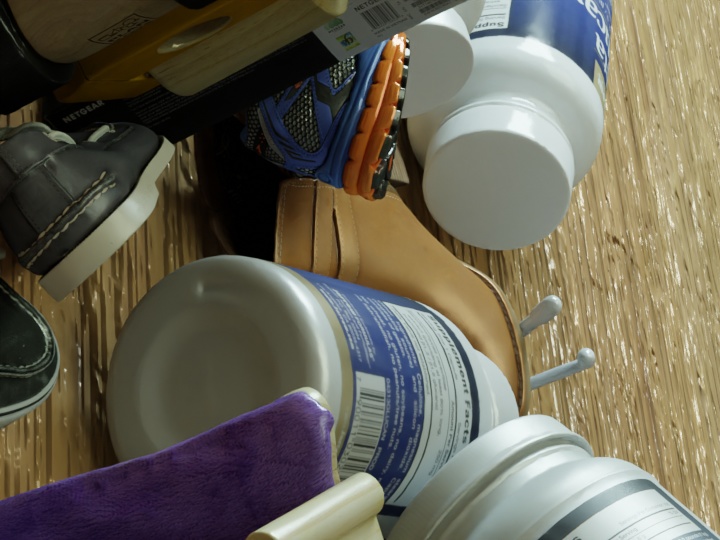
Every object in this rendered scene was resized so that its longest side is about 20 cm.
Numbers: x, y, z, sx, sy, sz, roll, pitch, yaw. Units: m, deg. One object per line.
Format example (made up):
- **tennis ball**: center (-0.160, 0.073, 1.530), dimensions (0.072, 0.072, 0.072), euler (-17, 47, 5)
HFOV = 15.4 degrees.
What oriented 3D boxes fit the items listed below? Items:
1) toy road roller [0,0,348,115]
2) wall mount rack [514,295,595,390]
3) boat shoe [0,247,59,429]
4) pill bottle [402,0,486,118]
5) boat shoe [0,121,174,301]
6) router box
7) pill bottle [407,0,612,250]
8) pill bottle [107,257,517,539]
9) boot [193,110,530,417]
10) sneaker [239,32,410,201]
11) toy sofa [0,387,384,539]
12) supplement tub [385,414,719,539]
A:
- **toy road roller**: center (-0.092, -0.151, 1.030), dimensions (0.147, 0.122, 0.200), euler (67, 20, 6)
- **wall mount rack**: center (0.102, 0.095, 1.385), dimensions (0.174, 0.074, 0.201), euler (34, 37, -73)
- **boat shoe**: center (-0.165, 0.008, 0.984), dimensions (0.199, 0.068, 0.074), euler (30, 43, -51)
- **pill bottle**: center (0.001, -0.175, 1.386), dimensions (0.111, 0.110, 0.201), euler (35, 31, -46)
- **boat shoe**: center (-0.120, -0.041, 1.065), dimensions (0.063, 0.073, 0.200), euler (45, 4, -11)
- **router box**: center (-0.044, -0.143, 1.196), dimensions (0.051, 0.199, 0.150), euler (47, 30, -35)
- **pill bottle**: center (0.085, -0.105, 1.513), dimensions (0.111, 0.111, 0.201), euler (50, 30, -28)
- **pill bottle**: center (-0.012, 0.062, 1.165), dimensions (0.200, 0.111, 0.112), euler (16, 54, -58)
- **boot**: center (0.000, 0.000, 1.295), dimensions (0.155, 0.076, 0.201), euler (1, 64, -64)
- **sneaker**: center (-0.012, -0.131, 1.250), dimensions (0.075, 0.078, 0.201), euler (100, -2, -60)
- **toy sofa**: center (-0.089, 0.115, 0.887), dimensions (0.083, 0.199, 0.098), euler (-22, 94, -64)
- **supplement tub**: center (0.112, 0.169, 1.123), dimensions (0.200, 0.141, 0.140), euler (41, 13, 30)
